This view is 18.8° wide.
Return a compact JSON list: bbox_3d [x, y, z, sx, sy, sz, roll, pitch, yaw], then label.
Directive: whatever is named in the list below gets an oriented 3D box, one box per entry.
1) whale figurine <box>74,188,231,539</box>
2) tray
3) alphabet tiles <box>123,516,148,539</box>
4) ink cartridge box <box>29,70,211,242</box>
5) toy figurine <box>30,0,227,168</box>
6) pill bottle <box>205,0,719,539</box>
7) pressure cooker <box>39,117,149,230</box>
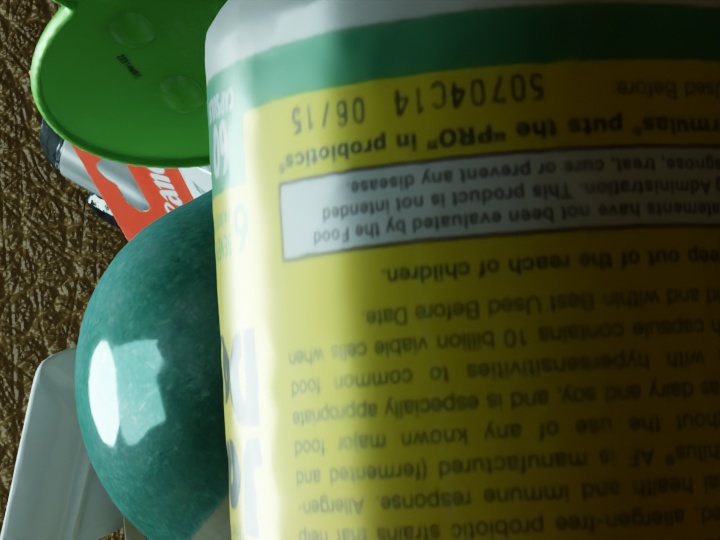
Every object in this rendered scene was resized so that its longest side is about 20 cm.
[{"bbox_3d":[-0.010,-0.005,0.652,0.201,0.103,0.159,-56,1,-2],"label":"whale figurine"},{"bbox_3d":[-0.058,0.055,0.884,0.022,0.199,0.108,36,127,29],"label":"tray"},{"bbox_3d":[-0.030,0.170,0.861,0.015,0.198,0.197,-97,4,-75],"label":"alphabet tiles"},{"bbox_3d":[-0.062,-0.018,1.070,0.163,0.198,0.057,66,-141,-51],"label":"ink cartridge box"},{"bbox_3d":[-0.081,-0.168,0.848,0.200,0.149,0.185,50,-158,-61],"label":"toy figurine"},{"bbox_3d":[0.032,0.048,0.386,0.113,0.112,0.202,120,147,-84],"label":"pill bottle"},{"bbox_3d":[-0.055,-0.085,1.193,0.177,0.199,0.179,-60,-1,-24],"label":"pressure cooker"}]
